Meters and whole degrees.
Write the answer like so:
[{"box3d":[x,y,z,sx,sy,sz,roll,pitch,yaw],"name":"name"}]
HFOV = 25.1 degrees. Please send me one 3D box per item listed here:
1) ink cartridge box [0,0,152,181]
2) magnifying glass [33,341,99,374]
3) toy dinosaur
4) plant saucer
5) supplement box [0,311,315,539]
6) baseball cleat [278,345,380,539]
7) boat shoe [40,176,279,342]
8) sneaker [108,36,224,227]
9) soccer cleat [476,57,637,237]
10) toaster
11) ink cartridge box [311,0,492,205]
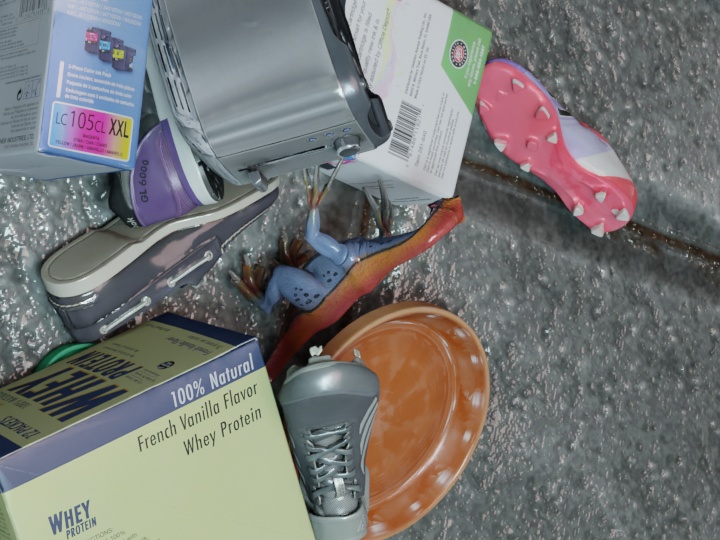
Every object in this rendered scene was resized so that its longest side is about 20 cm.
[{"box3d":[-0.201,-0.167,1.075,0.076,0.136,0.203,8,85,-38],"name":"ink cartridge box"},{"box3d":[-0.154,0.119,1.178,0.199,0.022,0.080,34,71,-29],"name":"magnifying glass"},{"box3d":[0.000,0.000,1.186,0.104,0.180,0.202,-17,107,-45],"name":"toy dinosaur"},{"box3d":[0.017,0.117,1.260,0.199,0.032,0.202,-18,120,-33],"name":"plant saucer"},{"box3d":[-0.154,0.164,1.088,0.199,0.134,0.202,-25,109,-29],"name":"supplement box"},{"box3d":[-0.014,0.127,1.100,0.069,0.200,0.108,-9,69,0],"name":"baseball cleat"},{"box3d":[-0.138,-0.015,1.170,0.199,0.072,0.063,-31,126,-29],"name":"boat shoe"},{"box3d":[-0.168,-0.129,1.138,0.076,0.087,0.202,37,34,-75],"name":"sneaker"},{"box3d":[0.169,-0.114,1.398,0.200,0.066,0.077,44,35,-21],"name":"soccer cleat"},{"box3d":[-0.068,-0.155,1.095,0.114,0.128,0.202,48,24,-71],"name":"toaster"},{"box3d":[-0.009,-0.153,1.246,0.199,0.084,0.146,22,76,-33],"name":"ink cartridge box"}]
